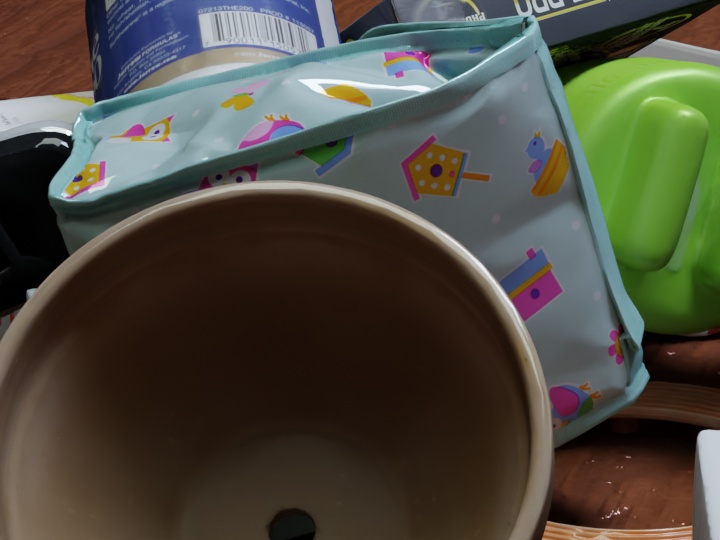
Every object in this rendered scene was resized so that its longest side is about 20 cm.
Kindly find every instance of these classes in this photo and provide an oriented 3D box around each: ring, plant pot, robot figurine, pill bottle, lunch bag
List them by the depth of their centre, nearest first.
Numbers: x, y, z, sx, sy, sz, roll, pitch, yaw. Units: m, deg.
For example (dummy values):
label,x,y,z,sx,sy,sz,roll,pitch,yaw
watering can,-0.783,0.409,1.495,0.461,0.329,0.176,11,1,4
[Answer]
label,x,y,z,sx,sy,sz,roll,pitch,yaw
plant pot,-0.030,0.077,0.962,0.201,0.093,0.201,-3,61,6
lunch bag,0.000,0.000,1.071,0.200,0.171,0.122,-16,20,5
ring,0.107,0.086,1.110,0.200,0.019,0.200,-1,17,0
robot figurine,0.122,-0.035,1.206,0.175,0.116,0.200,14,2,-16
pill bottle,-0.064,-0.097,1.209,0.111,0.111,0.200,-3,41,-7

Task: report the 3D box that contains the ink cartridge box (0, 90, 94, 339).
label,x,y,z,sx,sy,sz,roll,pitch,yaw
ink cartridge box,-0.139,-0.022,1.295,0.200,0.117,0.067,-7,18,-19

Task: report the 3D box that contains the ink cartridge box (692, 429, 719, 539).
label,x,y,z,sx,sy,sz,roll,pitch,yaw
ink cartridge box,0.183,0.124,0.883,0.145,0.083,0.200,0,18,3

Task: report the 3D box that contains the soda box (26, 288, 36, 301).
label,x,y,z,sx,sy,sz,roll,pitch,yaw
soda box,-0.041,0.036,1.190,0.200,0.068,0.064,-7,19,-17

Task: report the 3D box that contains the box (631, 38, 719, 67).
label,x,y,z,sx,sy,sz,roll,pitch,yaw
box,0.114,-0.095,1.479,0.200,0.082,0.068,9,4,-45

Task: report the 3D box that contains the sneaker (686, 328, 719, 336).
label,x,y,z,sx,sy,sz,roll,pitch,yaw
sneaker,0.222,-0.017,1.331,0.200,0.073,0.077,-3,22,-7

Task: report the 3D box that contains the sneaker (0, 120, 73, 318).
label,x,y,z,sx,sy,sz,roll,pitch,yaw
sneaker,-0.191,0.020,1.168,0.200,0.073,0.112,-34,19,11

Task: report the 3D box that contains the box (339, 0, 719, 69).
label,x,y,z,sx,sy,sz,roll,pitch,yaw
box,0.061,-0.106,1.275,0.161,0.049,0.200,-15,-3,-19
